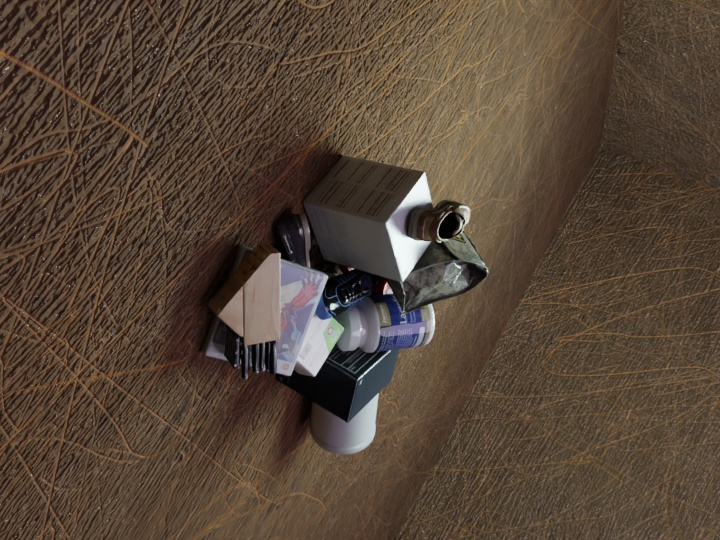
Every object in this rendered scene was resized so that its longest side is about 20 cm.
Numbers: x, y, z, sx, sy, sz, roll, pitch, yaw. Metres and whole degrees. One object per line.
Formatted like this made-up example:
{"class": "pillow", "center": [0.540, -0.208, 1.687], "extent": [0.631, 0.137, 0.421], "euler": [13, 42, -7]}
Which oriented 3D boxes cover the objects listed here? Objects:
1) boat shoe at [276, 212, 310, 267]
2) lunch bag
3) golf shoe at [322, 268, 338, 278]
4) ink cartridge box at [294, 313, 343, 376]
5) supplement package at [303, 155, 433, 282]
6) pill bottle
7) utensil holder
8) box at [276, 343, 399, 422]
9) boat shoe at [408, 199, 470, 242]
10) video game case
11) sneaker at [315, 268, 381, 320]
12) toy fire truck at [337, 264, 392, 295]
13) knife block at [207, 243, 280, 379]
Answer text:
{"class": "boat shoe", "center": [-0.132, -0.025, 1.482], "extent": [0.061, 0.073, 0.203], "euler": [-12, 138, -16]}
{"class": "lunch bag", "center": [0.146, -0.026, 1.590], "extent": [0.195, 0.165, 0.120], "euler": [-17, 131, -9]}
{"class": "golf shoe", "center": [-0.086, 0.085, 1.628], "extent": [0.202, 0.093, 0.079], "euler": [-55, 155, -29]}
{"class": "ink cartridge box", "center": [-0.138, 0.096, 1.486], "extent": [0.200, 0.067, 0.118], "euler": [46, 66, -29]}
{"class": "supplement package", "center": [0.023, -0.104, 1.510], "extent": [0.151, 0.196, 0.154], "euler": [-51, 140, -31]}
{"class": "pill bottle", "center": [0.047, 0.109, 1.622], "extent": [0.195, 0.116, 0.118], "euler": [-5, 124, -26]}
{"class": "utensil holder", "center": [-0.038, 0.305, 1.864], "extent": [0.170, 0.167, 0.204], "euler": [-39, 144, -46]}
{"class": "box", "center": [-0.046, 0.196, 1.688], "extent": [0.199, 0.195, 0.126], "euler": [-33, 141, -52]}
{"class": "boat shoe", "center": [0.166, -0.088, 1.485], "extent": [0.198, 0.070, 0.078], "euler": [-23, 121, -52]}
{"class": "video game case", "center": [-0.168, 0.076, 1.392], "extent": [0.179, 0.023, 0.205], "euler": [18, 96, -32]}
{"class": "sneaker", "center": [-0.024, 0.036, 1.517], "extent": [0.072, 0.076, 0.200], "euler": [67, 28, -8]}
{"class": "toy fire truck", "center": [0.000, 0.000, 1.690], "extent": [0.167, 0.110, 0.206], "euler": [24, 72, -54]}
{"class": "knife block", "center": [-0.169, 0.082, 1.345], "extent": [0.201, 0.064, 0.176], "euler": [-49, 123, -6]}
